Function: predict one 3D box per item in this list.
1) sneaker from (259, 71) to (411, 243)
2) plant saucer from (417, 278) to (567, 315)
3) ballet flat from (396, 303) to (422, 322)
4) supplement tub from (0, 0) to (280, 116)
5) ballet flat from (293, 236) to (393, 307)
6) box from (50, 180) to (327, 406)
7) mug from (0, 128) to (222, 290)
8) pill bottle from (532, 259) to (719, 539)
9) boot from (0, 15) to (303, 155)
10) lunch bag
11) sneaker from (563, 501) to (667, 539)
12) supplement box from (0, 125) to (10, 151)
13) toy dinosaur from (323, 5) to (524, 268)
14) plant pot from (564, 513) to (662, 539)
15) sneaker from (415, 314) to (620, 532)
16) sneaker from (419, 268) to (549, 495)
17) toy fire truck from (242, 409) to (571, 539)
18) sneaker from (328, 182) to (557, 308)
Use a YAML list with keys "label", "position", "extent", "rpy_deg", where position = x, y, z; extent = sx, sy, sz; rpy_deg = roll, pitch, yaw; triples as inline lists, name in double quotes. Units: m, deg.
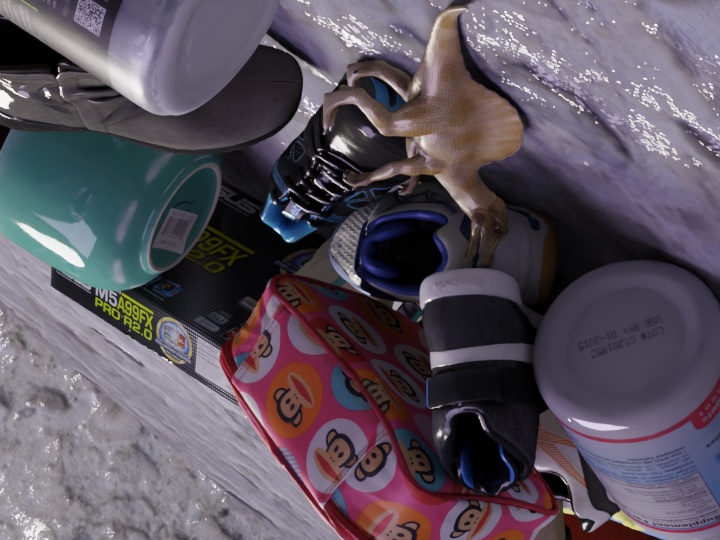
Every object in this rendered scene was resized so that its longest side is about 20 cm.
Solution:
- label: "sneaker"
  position: [-0.008, -0.060, 1.429]
  extent: [0.073, 0.082, 0.200]
  rpy_deg: [40, 166, -1]
- label: "plant saucer"
  position: [0.107, 0.034, 1.561]
  extent: [0.200, 0.037, 0.200]
  rpy_deg: [36, 168, 9]
- label: "ballet flat"
  position: [0.061, 0.077, 1.777]
  extent: [0.072, 0.072, 0.200]
  rpy_deg: [30, 166, 29]
- label: "supplement tub"
  position: [-0.147, -0.179, 1.282]
  extent: [0.200, 0.123, 0.123]
  rpy_deg: [33, 167, 17]
- label: "ballet flat"
  position: [0.000, 0.000, 1.645]
  extent: [0.069, 0.070, 0.200]
  rpy_deg: [37, -167, 0]
- label: "box"
  position: [-0.103, 0.008, 1.781]
  extent: [0.200, 0.160, 0.044]
  rpy_deg: [31, 130, 31]
- label: "mug"
  position: [-0.158, -0.072, 1.706]
  extent: [0.114, 0.185, 0.152]
  rpy_deg: [30, 142, 19]
- label: "pill bottle"
  position: [0.178, 0.086, 1.380]
  extent: [0.109, 0.109, 0.200]
  rpy_deg: [28, 165, 36]
- label: "boot"
  position: [-0.125, -0.110, 1.394]
  extent: [0.199, 0.068, 0.131]
  rpy_deg: [0, 173, -9]
- label: "lunch bag"
  position: [0.025, 0.094, 1.449]
  extent: [0.176, 0.082, 0.200]
  rpy_deg: [15, -150, -46]
- label: "sneaker"
  position: [0.197, 0.159, 1.679]
  extent: [0.105, 0.076, 0.200]
  rpy_deg: [40, 167, -17]
- label: "supplement box"
  position: [-0.282, -0.183, 1.683]
  extent: [0.061, 0.109, 0.200]
  rpy_deg: [25, 162, 45]
- label: "toy dinosaur"
  position: [0.036, -0.087, 1.286]
  extent: [0.101, 0.058, 0.200]
  rpy_deg: [6, 141, 16]
- label: "plant pot"
  position: [0.136, 0.226, 1.870]
  extent: [0.200, 0.200, 0.176]
  rpy_deg: [34, 157, 15]
- label: "sneaker"
  position: [0.097, 0.091, 1.536]
  extent: [0.200, 0.080, 0.074]
  rpy_deg: [31, 168, 35]
- label: "sneaker"
  position: [0.080, 0.078, 1.384]
  extent: [0.073, 0.112, 0.200]
  rpy_deg: [-7, 161, 21]
- label: "toy fire truck"
  position: [0.028, 0.133, 1.643]
  extent: [0.176, 0.199, 0.129]
  rpy_deg: [-125, 27, -72]
- label: "sneaker"
  position: [0.028, -0.018, 1.441]
  extent: [0.088, 0.075, 0.200]
  rpy_deg: [4, 179, -33]
